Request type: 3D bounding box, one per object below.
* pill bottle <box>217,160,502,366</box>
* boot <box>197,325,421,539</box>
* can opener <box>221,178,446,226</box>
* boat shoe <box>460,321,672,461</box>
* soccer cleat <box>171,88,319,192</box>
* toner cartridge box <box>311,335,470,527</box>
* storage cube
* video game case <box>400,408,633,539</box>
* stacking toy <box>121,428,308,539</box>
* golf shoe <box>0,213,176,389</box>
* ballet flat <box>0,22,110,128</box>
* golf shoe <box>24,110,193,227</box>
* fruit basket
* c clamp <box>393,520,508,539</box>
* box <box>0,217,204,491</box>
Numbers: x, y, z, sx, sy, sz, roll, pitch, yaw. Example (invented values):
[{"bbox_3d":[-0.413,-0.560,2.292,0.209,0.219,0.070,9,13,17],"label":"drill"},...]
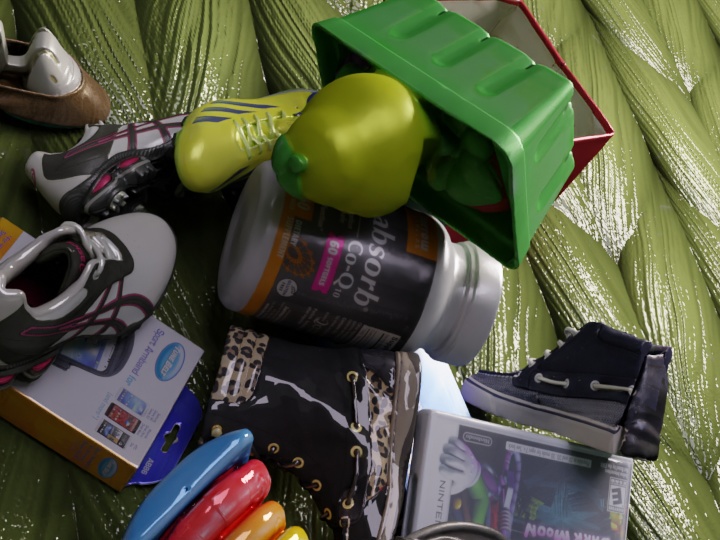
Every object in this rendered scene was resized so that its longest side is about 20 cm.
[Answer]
[{"bbox_3d":[0.000,0.000,0.949,0.197,0.117,0.117,17,47,-17],"label":"pill bottle"},{"bbox_3d":[-0.043,0.140,0.892,0.148,0.073,0.203,14,76,-3],"label":"boot"},{"bbox_3d":[-0.022,-0.055,1.029,0.197,0.064,0.079,12,60,19],"label":"can opener"},{"bbox_3d":[0.164,0.083,0.999,0.074,0.199,0.094,17,88,-40],"label":"boat shoe"},{"bbox_3d":[-0.072,-0.108,0.986,0.200,0.083,0.066,-30,114,-57],"label":"soccer cleat"},{"bbox_3d":[0.030,0.099,1.005,0.094,0.043,0.202,-2,57,-38],"label":"toner cartridge box"},{"bbox_3d":[0.078,-0.120,1.116,0.198,0.180,0.172,-12,62,-40],"label":"storage cube"},{"bbox_3d":[0.115,0.211,0.927,0.198,0.023,0.185,16,75,-29],"label":"video game case"},{"bbox_3d":[-0.052,0.208,0.787,0.200,0.110,0.116,43,68,9],"label":"stacking toy"},{"bbox_3d":[-0.181,0.006,0.831,0.077,0.088,0.200,45,41,5],"label":"golf shoe"},{"bbox_3d":[-0.280,-0.164,0.976,0.198,0.072,0.069,14,50,-27],"label":"ballet flat"},{"bbox_3d":[-0.174,-0.096,0.998,0.088,0.078,0.200,33,35,14],"label":"golf shoe"},{"bbox_3d":[0.029,-0.088,0.887,0.212,0.156,0.218,-5,53,7],"label":"fruit basket"},{"bbox_3d":[0.039,0.259,0.841,0.170,0.027,0.202,29,70,-27],"label":"c clamp"},{"bbox_3d":[-0.199,0.062,0.874,0.199,0.042,0.120,32,43,-6],"label":"box"}]
